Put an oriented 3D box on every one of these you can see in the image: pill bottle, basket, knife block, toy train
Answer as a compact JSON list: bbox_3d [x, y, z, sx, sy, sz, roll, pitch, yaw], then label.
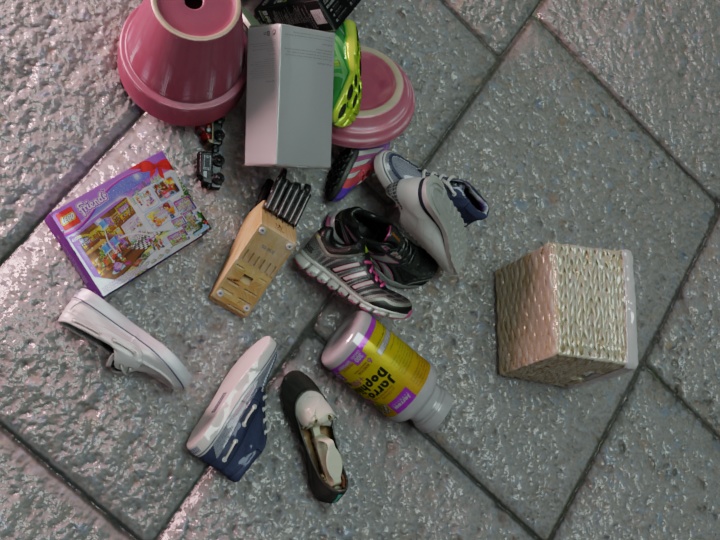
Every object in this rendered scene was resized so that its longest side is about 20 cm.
[{"bbox_3d":[0.045,0.157,1.728,0.199,0.104,0.105,39,61,-13],"label":"pill bottle"},{"bbox_3d":[0.330,0.077,1.859,0.159,0.198,0.203,6,73,-22],"label":"basket"},{"bbox_3d":[-0.148,-0.051,1.719,0.064,0.176,0.201,31,108,-16],"label":"knife block"},{"bbox_3d":[-0.229,-0.218,1.732,0.045,0.034,0.203,4,73,-17],"label":"toy train"}]

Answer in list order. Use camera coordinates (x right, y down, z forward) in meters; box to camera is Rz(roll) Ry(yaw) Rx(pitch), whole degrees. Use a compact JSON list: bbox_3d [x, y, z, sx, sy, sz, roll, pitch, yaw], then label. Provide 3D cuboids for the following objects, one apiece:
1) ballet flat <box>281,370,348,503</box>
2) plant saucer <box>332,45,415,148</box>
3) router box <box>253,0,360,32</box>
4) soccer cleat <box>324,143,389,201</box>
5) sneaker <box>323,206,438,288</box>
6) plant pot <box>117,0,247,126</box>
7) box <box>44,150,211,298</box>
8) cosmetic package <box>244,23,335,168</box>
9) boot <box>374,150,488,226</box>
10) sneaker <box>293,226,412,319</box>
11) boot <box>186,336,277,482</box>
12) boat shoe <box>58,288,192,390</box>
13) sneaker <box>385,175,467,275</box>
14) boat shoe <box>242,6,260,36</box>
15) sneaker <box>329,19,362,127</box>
[{"bbox_3d":[-0.058,0.238,1.669,0.067,0.068,0.202,-15,83,-31],"label":"ballet flat"},{"bbox_3d":[-0.008,-0.286,1.816,0.198,0.051,0.202,4,56,-6],"label":"plant saucer"},{"bbox_3d":[-0.056,-0.458,1.823,0.201,0.149,0.062,-55,128,-29],"label":"router box"},{"bbox_3d":[0.007,-0.181,1.833,0.073,0.068,0.201,37,59,-19],"label":"soccer cleat"},{"bbox_3d":[0.041,-0.037,1.794,0.198,0.086,0.081,24,67,-21],"label":"sneaker"},{"bbox_3d":[-0.247,-0.337,1.647,0.197,0.179,0.202,5,68,-13],"label":"plant pot"},{"bbox_3d":[-0.327,-0.065,1.627,0.199,0.039,0.138,-35,94,-32],"label":"box"},{"bbox_3d":[-0.103,-0.249,1.665,0.112,0.081,0.203,1,95,-44],"label":"cosmetic package"},{"bbox_3d":[0.116,-0.136,1.824,0.199,0.090,0.073,36,49,-35],"label":"boot"},{"bbox_3d":[0.000,0.000,1.730,0.199,0.074,0.088,31,98,5],"label":"sneaker"},{"bbox_3d":[-0.160,0.197,1.633,0.090,0.073,0.201,42,68,-20],"label":"boot"},{"bbox_3d":[-0.324,0.110,1.567,0.199,0.074,0.066,37,66,-3],"label":"boat shoe"},{"bbox_3d":[0.109,-0.071,1.792,0.201,0.080,0.077,62,35,-38],"label":"sneaker"},{"bbox_3d":[-0.159,-0.334,1.780,0.202,0.060,0.072,53,16,13],"label":"boat shoe"},{"bbox_3d":[-0.041,-0.296,1.755,0.082,0.074,0.202,-6,55,10],"label":"sneaker"}]
